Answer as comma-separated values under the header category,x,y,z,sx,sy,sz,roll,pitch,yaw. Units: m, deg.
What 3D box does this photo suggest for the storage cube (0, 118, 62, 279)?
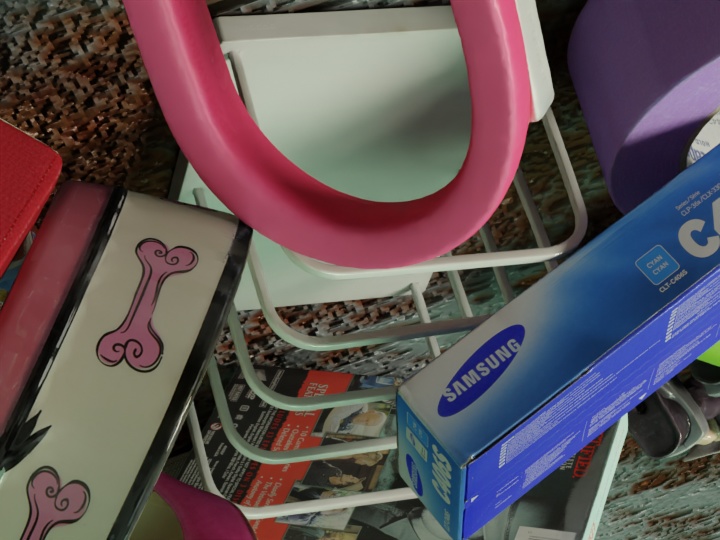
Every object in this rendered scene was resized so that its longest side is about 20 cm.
category,x,y,z,sx,sy,sz,roll,pitch,yaw
storage cube,-0.233,0.023,0.740,0.199,0.180,0.171,30,137,-4

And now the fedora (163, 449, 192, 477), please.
category,x,y,z,sx,sy,sz,roll,pitch,yaw
fedora,-0.026,0.141,1.147,0.198,0.091,0.177,-4,161,-24

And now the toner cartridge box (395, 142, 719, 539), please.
category,x,y,z,sx,sy,sz,roll,pitch,yaw
toner cartridge box,0.103,0.021,0.875,0.199,0.043,0.095,-36,158,-14

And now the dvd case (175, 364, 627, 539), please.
category,x,y,z,sx,sy,sz,roll,pitch,yaw
dvd case,0.014,0.100,1.015,0.198,0.146,0.022,3,124,17

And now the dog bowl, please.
category,x,y,z,sx,sy,sz,roll,pitch,yaw
dog bowl,-0.115,0.056,0.820,0.073,0.201,0.200,26,137,-8

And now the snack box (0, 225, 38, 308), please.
category,x,y,z,sx,sy,sz,roll,pitch,yaw
snack box,-0.225,0.034,0.970,0.199,0.024,0.072,-20,150,5

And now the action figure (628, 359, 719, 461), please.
category,x,y,z,sx,sy,sz,roll,pitch,yaw
action figure,0.201,0.059,1.180,0.130,0.070,0.200,-36,160,17

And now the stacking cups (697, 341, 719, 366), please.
category,x,y,z,sx,sy,sz,roll,pitch,yaw
stacking cups,0.210,0.036,1.051,0.199,0.061,0.061,21,147,7

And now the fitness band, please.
category,x,y,z,sx,sy,sz,roll,pitch,yaw
fitness band,-0.013,-0.091,0.752,0.142,0.037,0.201,-3,120,25

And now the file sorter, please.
category,x,y,z,sx,sy,sz,roll,pitch,yaw
file sorter,0.000,0.000,0.929,0.138,0.125,0.201,-6,147,-19

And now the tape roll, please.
category,x,y,z,sx,sy,sz,roll,pitch,yaw
tape roll,0.190,-0.090,0.914,0.198,0.066,0.200,-14,156,-6

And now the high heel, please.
category,x,y,z,sx,sy,sz,roll,pitch,yaw
high heel,-0.113,0.108,0.935,0.096,0.200,0.068,-1,124,-39
